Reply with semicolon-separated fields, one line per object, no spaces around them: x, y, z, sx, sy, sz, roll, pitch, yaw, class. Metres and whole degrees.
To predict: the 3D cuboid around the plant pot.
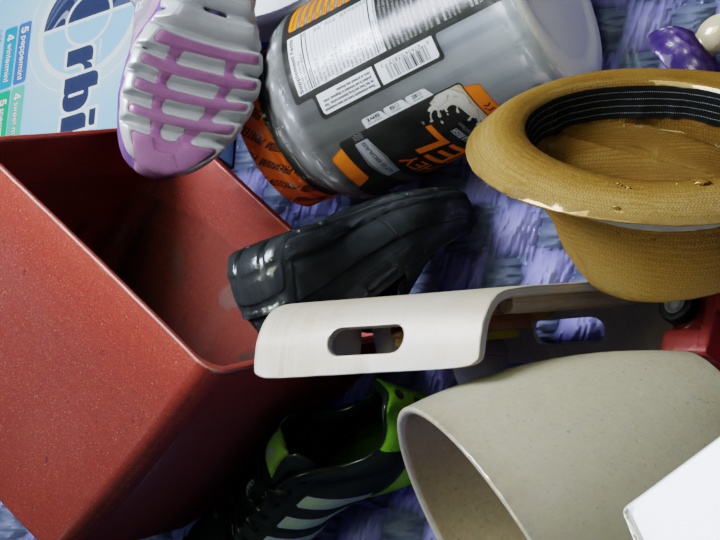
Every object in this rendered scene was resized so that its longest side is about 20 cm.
-0.137;0.049;1.613;0.200;0.200;0.177;43;115;21;plant pot

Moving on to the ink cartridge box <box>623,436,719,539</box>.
0.236;0.133;1.273;0.145;0.200;0.088;-39;48;16;ink cartridge box

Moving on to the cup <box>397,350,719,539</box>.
0.130;0.120;1.396;0.143;0.201;0.200;-30;45;-12;cup

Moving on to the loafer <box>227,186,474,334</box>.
0.000;0.000;1.570;0.068;0.200;0.071;-16;94;38;loafer

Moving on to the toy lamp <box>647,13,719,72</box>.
0.248;-0.173;1.533;0.200;0.058;0.058;-42;47;14;toy lamp

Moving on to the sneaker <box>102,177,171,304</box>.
-0.189;-0.019;1.765;0.199;0.075;0.107;-8;86;32;sneaker

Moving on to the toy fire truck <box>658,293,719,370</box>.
0.229;0.007;1.454;0.140;0.049;0.201;-3;64;38;toy fire truck

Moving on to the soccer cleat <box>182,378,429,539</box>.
-0.041;0.122;1.588;0.199;0.081;0.068;-34;49;20;soccer cleat

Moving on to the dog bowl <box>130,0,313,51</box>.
-0.062;-0.225;1.756;0.199;0.079;0.202;-6;68;15;dog bowl

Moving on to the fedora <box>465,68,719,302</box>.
0.151;-0.038;1.425;0.200;0.200;0.082;23;126;44;fedora

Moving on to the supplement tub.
0.031;-0.120;1.635;0.199;0.122;0.123;-26;53;27;supplement tub

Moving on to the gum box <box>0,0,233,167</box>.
-0.169;-0.128;1.856;0.199;0.044;0.171;-16;59;33;gum box

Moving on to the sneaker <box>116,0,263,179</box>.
-0.104;-0.141;1.647;0.088;0.080;0.201;-28;46;58;sneaker

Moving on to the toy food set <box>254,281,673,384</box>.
0.060;0.040;1.474;0.143;0.199;0.061;-5;89;37;toy food set
